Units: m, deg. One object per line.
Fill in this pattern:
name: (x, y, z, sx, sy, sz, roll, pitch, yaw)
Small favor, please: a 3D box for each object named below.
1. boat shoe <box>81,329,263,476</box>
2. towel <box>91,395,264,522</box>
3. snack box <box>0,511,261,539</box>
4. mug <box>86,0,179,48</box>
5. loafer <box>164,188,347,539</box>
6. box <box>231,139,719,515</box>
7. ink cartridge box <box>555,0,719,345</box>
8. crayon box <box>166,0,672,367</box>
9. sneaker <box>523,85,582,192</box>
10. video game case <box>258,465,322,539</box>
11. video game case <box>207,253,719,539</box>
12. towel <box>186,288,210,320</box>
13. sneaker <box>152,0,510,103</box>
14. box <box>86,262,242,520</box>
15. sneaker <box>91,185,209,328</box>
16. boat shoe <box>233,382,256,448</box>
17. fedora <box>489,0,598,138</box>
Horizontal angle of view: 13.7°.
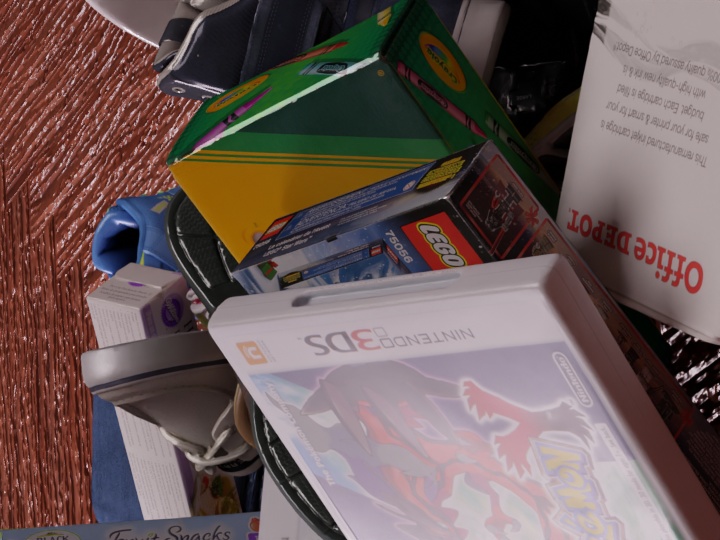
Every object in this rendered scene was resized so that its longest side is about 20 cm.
boat shoe: (-0.065, 0.068, 1.500, 0.071, 0.200, 0.070, -11, 81, 29)
towel: (-0.100, 0.111, 1.717, 0.200, 0.048, 0.112, -172, 84, -65)
snack box: (-0.102, 0.199, 1.503, 0.200, 0.168, 0.068, 106, 157, -54)
mug: (-0.035, -0.213, 1.558, 0.133, 0.177, 0.201, 59, -133, -66)
loafer: (-0.026, 0.046, 1.379, 0.200, 0.072, 0.063, 63, 177, 22)
box: (0.057, 0.049, 1.197, 0.137, 0.200, 0.040, -17, 27, 48)
ink cartridge box: (0.155, -0.080, 1.155, 0.146, 0.084, 0.201, -150, 68, -64)
crayon box: (0.027, -0.005, 1.255, 0.119, 0.200, 0.058, -25, 22, 32)
sneaker: (0.078, -0.027, 1.328, 0.091, 0.078, 0.200, -93, 28, -45)
video game case: (0.028, 0.160, 1.337, 0.199, 0.022, 0.183, -8, 70, 39)
video game case: (0.053, 0.084, 1.185, 0.182, 0.200, 0.023, -8, 34, 44)
towel: (-0.021, -0.079, 1.516, 0.146, 0.030, 0.200, -50, 14, 51)
sneaker: (-0.022, -0.064, 1.336, 0.203, 0.146, 0.077, 103, -179, -49)
box: (-0.096, 0.093, 1.564, 0.041, 0.039, 0.201, 10, 124, 37)
sneaker: (-0.090, -0.033, 1.627, 0.200, 0.105, 0.076, -99, 25, -65)
boat shoe: (0.000, 0.000, 1.463, 0.201, 0.072, 0.072, -63, 10, -2)
fedora: (0.059, -0.151, 1.325, 0.092, 0.200, 0.201, -60, 12, -30)
